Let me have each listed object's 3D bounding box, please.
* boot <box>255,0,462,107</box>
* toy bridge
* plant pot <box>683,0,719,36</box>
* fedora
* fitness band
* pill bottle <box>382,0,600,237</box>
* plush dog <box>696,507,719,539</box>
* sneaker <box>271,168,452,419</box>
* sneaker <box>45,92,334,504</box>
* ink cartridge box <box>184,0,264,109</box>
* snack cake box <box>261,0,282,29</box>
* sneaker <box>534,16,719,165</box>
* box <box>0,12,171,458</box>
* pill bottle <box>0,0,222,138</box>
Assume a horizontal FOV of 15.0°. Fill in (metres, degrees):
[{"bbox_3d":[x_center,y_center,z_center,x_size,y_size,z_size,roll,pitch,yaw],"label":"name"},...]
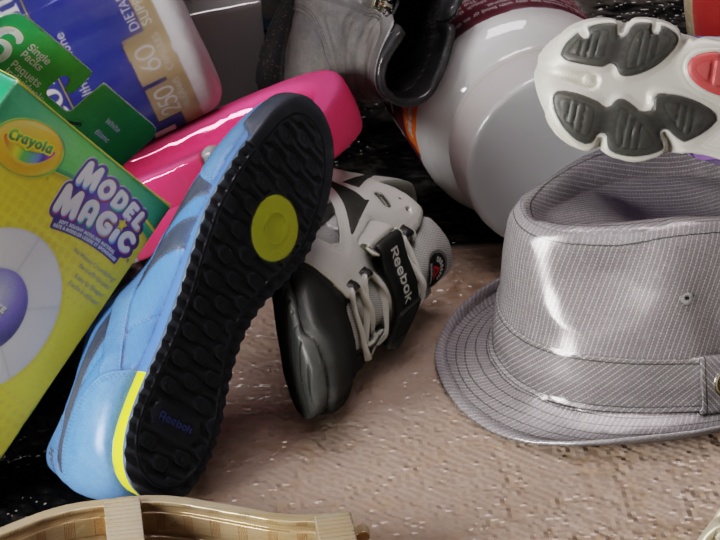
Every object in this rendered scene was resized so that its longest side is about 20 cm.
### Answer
[{"bbox_3d":[0.014,-0.171,1.394,0.070,0.201,0.132,10,-11,-31],"label":"boot"},{"bbox_3d":[-0.095,0.118,1.124,0.199,0.027,0.067,-6,27,-6],"label":"toy bridge"},{"bbox_3d":[0.269,-0.133,1.381,0.182,0.201,0.201,-13,30,-12],"label":"plant pot"},{"bbox_3d":[0.132,0.000,1.256,0.199,0.091,0.177,-6,28,-6],"label":"fedora"},{"bbox_3d":[-0.094,-0.044,1.333,0.200,0.038,0.144,-21,14,19],"label":"fitness band"},{"bbox_3d":[0.072,-0.097,1.418,0.114,0.115,0.200,-9,28,-12],"label":"pill bottle"},{"bbox_3d":[0.197,0.137,0.969,0.172,0.161,0.200,36,42,11],"label":"plush dog"},{"bbox_3d":[0.000,0.000,1.286,0.088,0.074,0.200,-5,29,1],"label":"sneaker"},{"bbox_3d":[-0.080,0.007,1.204,0.078,0.066,0.201,8,68,45],"label":"sneaker"},{"bbox_3d":[-0.163,-0.120,1.513,0.199,0.083,0.147,-12,29,-16],"label":"ink cartridge box"},{"bbox_3d":[-0.035,-0.196,1.660,0.199,0.067,0.115,9,29,21],"label":"snack cake box"},{"bbox_3d":[0.179,-0.078,1.244,0.199,0.081,0.083,16,11,2],"label":"sneaker"},{"bbox_3d":[-0.163,0.000,1.153,0.048,0.117,0.200,25,80,41],"label":"box"},{"bbox_3d":[-0.179,-0.091,1.367,0.200,0.116,0.116,-27,31,-3],"label":"pill bottle"}]
